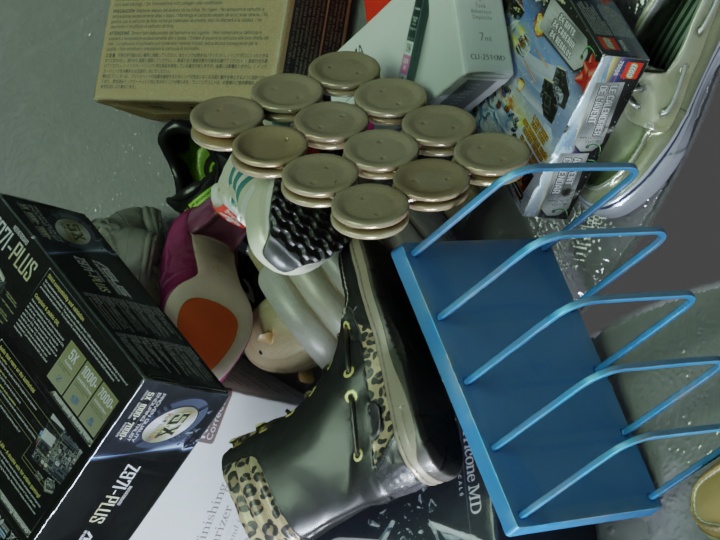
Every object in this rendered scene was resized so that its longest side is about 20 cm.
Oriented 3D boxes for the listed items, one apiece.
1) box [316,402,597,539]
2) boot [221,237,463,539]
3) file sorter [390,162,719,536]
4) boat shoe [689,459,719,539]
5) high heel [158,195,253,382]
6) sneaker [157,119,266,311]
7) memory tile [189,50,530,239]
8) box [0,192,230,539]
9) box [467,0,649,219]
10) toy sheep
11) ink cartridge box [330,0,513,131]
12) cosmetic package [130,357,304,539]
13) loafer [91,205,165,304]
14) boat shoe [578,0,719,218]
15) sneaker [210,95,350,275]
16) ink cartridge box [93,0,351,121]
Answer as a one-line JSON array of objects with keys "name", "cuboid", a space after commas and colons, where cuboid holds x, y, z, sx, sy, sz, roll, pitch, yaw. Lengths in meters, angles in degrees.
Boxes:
[{"name": "box", "cuboid": [0.049, 0.206, 1.731, 0.196, 0.124, 0.201, -19, 68, 35]}, {"name": "boot", "cuboid": [-0.020, 0.083, 1.699, 0.150, 0.073, 0.201, -34, 51, 21]}, {"name": "file sorter", "cuboid": [0.137, 0.045, 1.647, 0.123, 0.138, 0.201, -39, 64, 41]}, {"name": "boat shoe", "cuboid": [0.274, 0.119, 1.582, 0.199, 0.076, 0.072, -23, 67, 36]}, {"name": "high heel", "cuboid": [-0.118, 0.031, 1.824, 0.096, 0.067, 0.201, -46, 19, 43]}, {"name": "sneaker", "cuboid": [-0.102, -0.031, 1.941, 0.071, 0.082, 0.200, -41, 57, 26]}, {"name": "memory tile", "cuboid": [-0.003, -0.083, 1.704, 0.200, 0.153, 0.017, 33, 136, 40]}, {"name": "box", "cuboid": [-0.206, 0.076, 1.736, 0.200, 0.086, 0.164, 47, 110, 35]}, {"name": "box", "cuboid": [0.115, -0.151, 1.760, 0.137, 0.040, 0.201, -65, 34, 36]}, {"name": "toy sheep", "cuboid": [0.000, 0.000, 1.818, 0.200, 0.138, 0.138, -41, 55, 6]}, {"name": "ink cartridge box", "cuboid": [0.034, -0.179, 1.831, 0.200, 0.043, 0.175, -37, 57, 58]}, {"name": "cosmetic package", "cuboid": [-0.166, 0.128, 1.882, 0.165, 0.199, 0.166, 28, 99, 41]}, {"name": "loafer", "cuboid": [-0.177, -0.001, 1.946, 0.200, 0.069, 0.070, -114, 15, -78]}, {"name": "boat shoe", "cuboid": [0.191, -0.129, 1.721, 0.072, 0.062, 0.201, 38, 106, 40]}, {"name": "sneaker", "cuboid": [-0.058, -0.045, 1.762, 0.093, 0.070, 0.200, -37, 24, 26]}, {"name": "ink cartridge box", "cuboid": [-0.101, -0.198, 1.985, 0.199, 0.075, 0.166, 5, 82, 43]}]
